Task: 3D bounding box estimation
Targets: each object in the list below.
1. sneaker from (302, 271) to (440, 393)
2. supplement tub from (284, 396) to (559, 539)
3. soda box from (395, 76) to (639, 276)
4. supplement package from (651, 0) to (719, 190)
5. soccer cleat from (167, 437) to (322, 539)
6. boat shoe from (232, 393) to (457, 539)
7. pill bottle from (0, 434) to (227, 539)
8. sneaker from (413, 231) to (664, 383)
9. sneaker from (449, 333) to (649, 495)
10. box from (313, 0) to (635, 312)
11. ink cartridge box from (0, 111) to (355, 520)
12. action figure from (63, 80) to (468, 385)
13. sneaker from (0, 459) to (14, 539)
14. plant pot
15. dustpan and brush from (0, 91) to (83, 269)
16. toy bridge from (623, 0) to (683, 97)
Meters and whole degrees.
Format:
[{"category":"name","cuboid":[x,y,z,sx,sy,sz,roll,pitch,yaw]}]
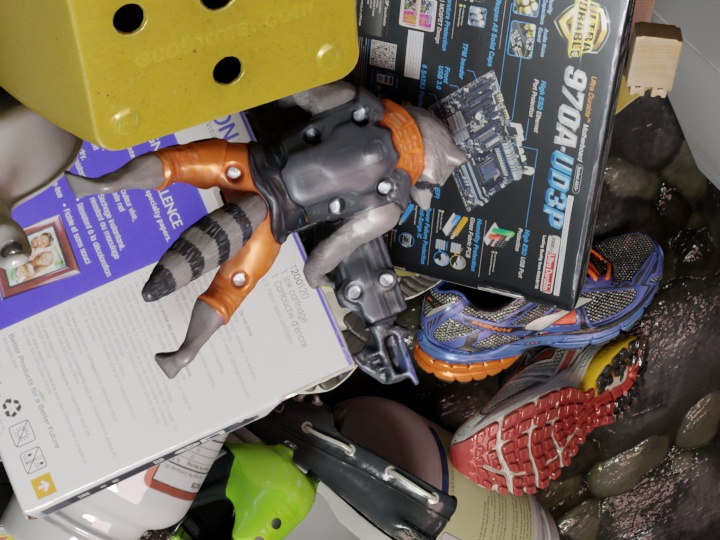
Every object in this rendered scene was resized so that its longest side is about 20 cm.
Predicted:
[{"category":"sneaker","cuboid":[0.000,0.000,1.073,0.200,0.085,0.077,-43,99,-17]},{"category":"supplement tub","cuboid":[0.046,0.190,1.202,0.145,0.145,0.199,-46,135,11]},{"category":"soda box","cuboid":[0.085,-0.084,1.015,0.199,0.064,0.068,-39,96,-9]},{"category":"supplement package","cuboid":[0.278,-0.130,1.092,0.116,0.118,0.200,-35,136,1]},{"category":"soccer cleat","cuboid":[-0.104,0.145,1.048,0.081,0.199,0.068,-49,114,-26]},{"category":"boat shoe","cuboid":[-0.026,0.117,1.081,0.061,0.199,0.076,-53,173,-3]},{"category":"pill bottle","cuboid":[-0.133,0.081,0.982,0.112,0.112,0.201,31,86,-44]},{"category":"sneaker","cuboid":[0.130,0.014,1.159,0.198,0.075,0.079,-21,132,-17]},{"category":"sneaker","cuboid":[0.127,0.097,1.184,0.199,0.082,0.079,-27,127,-44]},{"category":"box","cuboid":[0.059,-0.087,0.889,0.157,0.046,0.202,13,123,13]},{"category":"ink cartridge box","cuboid":[-0.130,0.007,0.908,0.198,0.200,0.043,-23,174,-4]},{"category":"action figure","cuboid":[-0.026,-0.016,0.835,0.192,0.105,0.201,-29,97,-14]},{"category":"sneaker","cuboid":[-0.274,0.163,1.042,0.198,0.079,0.091,-9,139,-18]},{"category":"plant pot","cuboid":[-0.099,-0.174,0.780,0.198,0.177,0.201,-19,135,-16]},{"category":"dustpan and brush","cuboid":[-0.192,-0.043,0.813,0.138,0.200,0.058,-22,107,-15]},{"category":"toy bridge","cuboid":[0.157,-0.157,0.947,0.027,0.201,0.068,4,128,-2]}]
